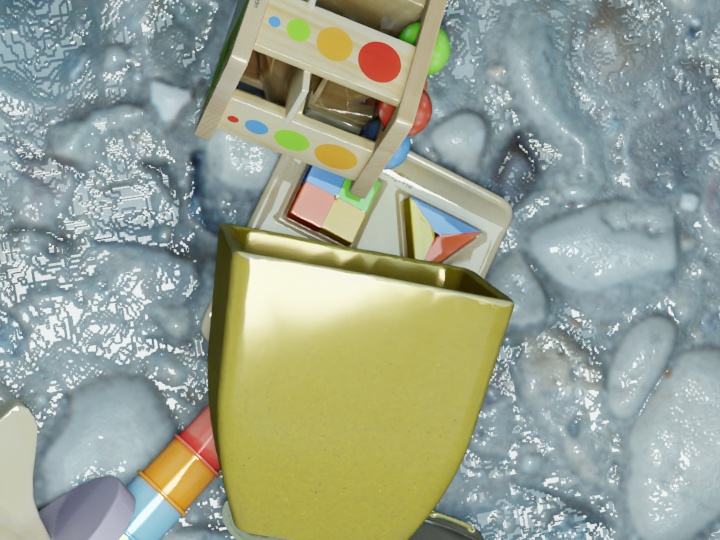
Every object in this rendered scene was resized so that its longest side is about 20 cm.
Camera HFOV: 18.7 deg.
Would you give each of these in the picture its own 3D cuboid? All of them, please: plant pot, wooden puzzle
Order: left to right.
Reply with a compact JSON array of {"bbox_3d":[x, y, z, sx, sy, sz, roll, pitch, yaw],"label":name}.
[{"bbox_3d":[-0.020,0.089,1.550,0.195,0.194,0.201,11,95,-8],"label":"plant pot"},{"bbox_3d":[0.000,0.000,1.666,0.185,0.046,0.201,26,86,-7],"label":"wooden puzzle"}]

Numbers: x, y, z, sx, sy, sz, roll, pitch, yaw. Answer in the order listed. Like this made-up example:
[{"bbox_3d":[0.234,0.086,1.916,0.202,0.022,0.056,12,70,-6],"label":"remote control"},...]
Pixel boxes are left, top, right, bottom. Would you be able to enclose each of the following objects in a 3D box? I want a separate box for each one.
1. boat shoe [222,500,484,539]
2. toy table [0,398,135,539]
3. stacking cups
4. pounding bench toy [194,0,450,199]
[{"bbox_3d":[-0.004,0.199,1.657,0.200,0.072,0.061,18,42,3],"label":"boat shoe"},{"bbox_3d":[-0.275,0.191,1.569,0.200,0.184,0.117,-46,112,-14],"label":"toy table"},{"bbox_3d":[-0.166,0.179,1.635,0.060,0.060,0.200,41,81,-6],"label":"stacking cups"},{"bbox_3d":[-0.012,-0.182,1.625,0.155,0.124,0.201,20,62,-8],"label":"pounding bench toy"}]
